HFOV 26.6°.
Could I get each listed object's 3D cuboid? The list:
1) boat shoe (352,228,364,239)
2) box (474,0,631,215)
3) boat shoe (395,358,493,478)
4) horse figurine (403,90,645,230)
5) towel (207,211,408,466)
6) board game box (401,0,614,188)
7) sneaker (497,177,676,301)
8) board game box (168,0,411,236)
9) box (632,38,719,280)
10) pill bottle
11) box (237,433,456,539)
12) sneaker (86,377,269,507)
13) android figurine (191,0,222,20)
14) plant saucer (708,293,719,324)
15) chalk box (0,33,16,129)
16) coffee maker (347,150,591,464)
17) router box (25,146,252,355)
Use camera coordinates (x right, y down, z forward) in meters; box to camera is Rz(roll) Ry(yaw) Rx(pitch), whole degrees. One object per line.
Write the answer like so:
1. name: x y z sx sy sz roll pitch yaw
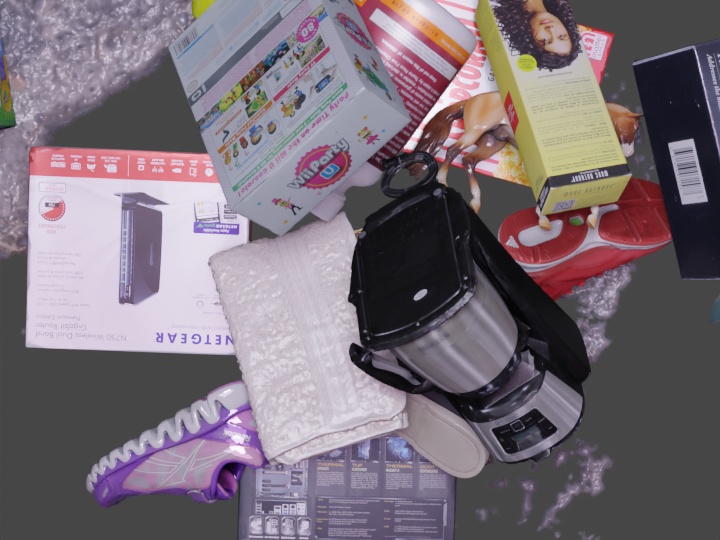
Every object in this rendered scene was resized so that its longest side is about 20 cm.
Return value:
1. boat shoe: 0.000 0.000 1.365 0.199 0.069 0.074 -19 94 0
2. box: 0.158 -0.149 1.277 0.075 0.050 0.201 -11 68 -13
3. boat shoe: 0.041 0.101 1.347 0.200 0.063 0.073 40 127 12
4. horse figurine: 0.139 -0.106 1.312 0.199 0.050 0.133 12 68 6
5. towel: -0.044 0.058 1.296 0.132 0.034 0.201 -18 74 -5
6. board game box: 0.109 -0.164 1.367 0.199 0.046 0.152 14 94 -2
7. sneaker: 0.194 -0.016 1.375 0.199 0.116 0.079 -9 58 -24
8. board game box: -0.061 -0.151 1.218 0.147 0.201 0.064 -40 138 20
9. box: 0.357 -0.110 1.320 0.181 0.104 0.201 -16 94 -21
10. pill bottle: -0.001 -0.146 1.287 0.113 0.113 0.200 36 96 -3
11. box: -0.012 0.188 1.387 0.199 0.051 0.159 1 92 -1
12. sneaker: -0.154 0.172 1.346 0.200 0.080 0.089 -30 86 22
13. android figurine: -0.057 -0.245 1.307 0.181 0.041 0.201 -6 138 -21
14. plant saucer: 0.392 0.004 1.310 0.199 0.200 0.028 -18 85 0
15. chalk box: -0.377 -0.170 1.319 0.124 0.124 0.201 -9 94 0
16. coffee maker: 0.095 0.031 1.241 0.200 0.134 0.193 45 49 -39
17. router box: -0.196 -0.018 1.371 0.199 0.049 0.181 2 94 -1
